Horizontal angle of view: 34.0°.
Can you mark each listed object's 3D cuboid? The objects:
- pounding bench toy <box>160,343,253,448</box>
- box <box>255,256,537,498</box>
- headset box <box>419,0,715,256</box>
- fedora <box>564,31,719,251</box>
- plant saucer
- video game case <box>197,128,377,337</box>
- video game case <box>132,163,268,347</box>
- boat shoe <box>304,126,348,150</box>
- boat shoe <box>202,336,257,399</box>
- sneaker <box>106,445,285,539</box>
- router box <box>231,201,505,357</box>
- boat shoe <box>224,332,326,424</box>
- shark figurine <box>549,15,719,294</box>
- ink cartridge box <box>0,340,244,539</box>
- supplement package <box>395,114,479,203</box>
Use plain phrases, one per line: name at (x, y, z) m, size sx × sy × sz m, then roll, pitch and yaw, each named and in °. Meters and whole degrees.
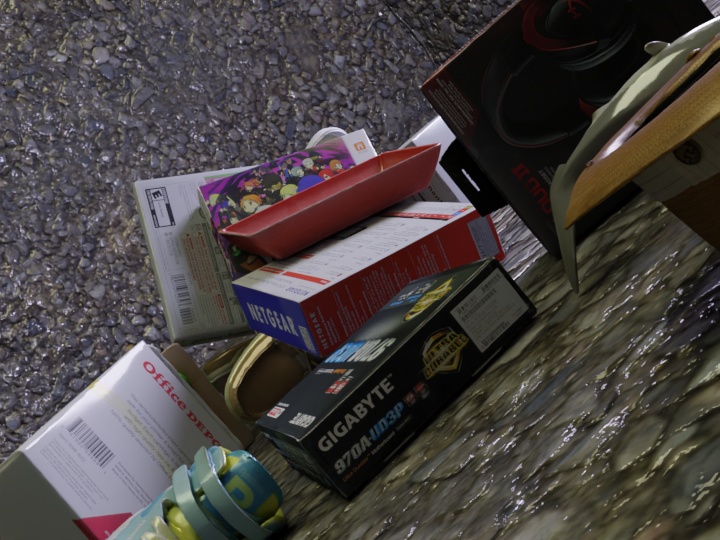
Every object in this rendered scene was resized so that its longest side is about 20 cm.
pounding bench toy at (-0.178, 0.144, 1.184) m, size 0.200 × 0.125 × 0.156 m, roll -43°, pitch 5°, yaw -26°
box at (0.015, 0.067, 0.761) m, size 0.159 × 0.046 × 0.200 m, roll -42°, pitch 5°, yaw -12°
headset box at (0.144, -0.119, 0.802) m, size 0.199 × 0.149 × 0.075 m, roll -39°, pitch 4°, yaw 10°
fedora at (0.168, -0.061, 0.451) m, size 0.200 × 0.082 × 0.201 m, roll -44°, pitch -1°, yaw -1°
plant saucer at (-0.030, -0.062, 1.134) m, size 0.198 × 0.037 × 0.200 m, roll -27°, pitch 8°, yaw -12°
video game case at (-0.049, -0.043, 1.235) m, size 0.197 × 0.183 × 0.036 m, roll -20°, pitch -28°, yaw -13°
video game case at (-0.134, -0.022, 1.257) m, size 0.179 × 0.202 × 0.022 m, roll -9°, pitch -30°, yaw -19°
boat shoe at (-0.058, -0.065, 1.344) m, size 0.202 × 0.069 × 0.066 m, roll -61°, pitch 28°, yaw 5°
boat shoe at (-0.075, 0.094, 1.175) m, size 0.073 × 0.066 × 0.199 m, roll -29°, pitch -8°, yaw 40°
sneaker at (-0.112, 0.166, 0.678) m, size 0.130 × 0.080 × 0.200 m, roll -41°, pitch 5°, yaw 22°
router box at (0.000, 0.000, 1.006) m, size 0.178 × 0.049 × 0.200 m, roll -27°, pitch 13°, yaw -17°
boat shoe at (-0.041, 0.065, 1.085) m, size 0.200 × 0.074 × 0.066 m, roll -42°, pitch 9°, yaw -16°
shark figurine at (0.183, -0.082, 0.616) m, size 0.213 × 0.090 × 0.128 m, roll -33°, pitch -29°, yaw 5°
ink cartridge box at (-0.201, 0.172, 0.979) m, size 0.083 × 0.146 × 0.200 m, roll -39°, pitch 4°, yaw 29°
supplement package at (0.069, -0.085, 1.355) m, size 0.117 × 0.118 × 0.200 m, roll -42°, pitch 4°, yaw -41°
